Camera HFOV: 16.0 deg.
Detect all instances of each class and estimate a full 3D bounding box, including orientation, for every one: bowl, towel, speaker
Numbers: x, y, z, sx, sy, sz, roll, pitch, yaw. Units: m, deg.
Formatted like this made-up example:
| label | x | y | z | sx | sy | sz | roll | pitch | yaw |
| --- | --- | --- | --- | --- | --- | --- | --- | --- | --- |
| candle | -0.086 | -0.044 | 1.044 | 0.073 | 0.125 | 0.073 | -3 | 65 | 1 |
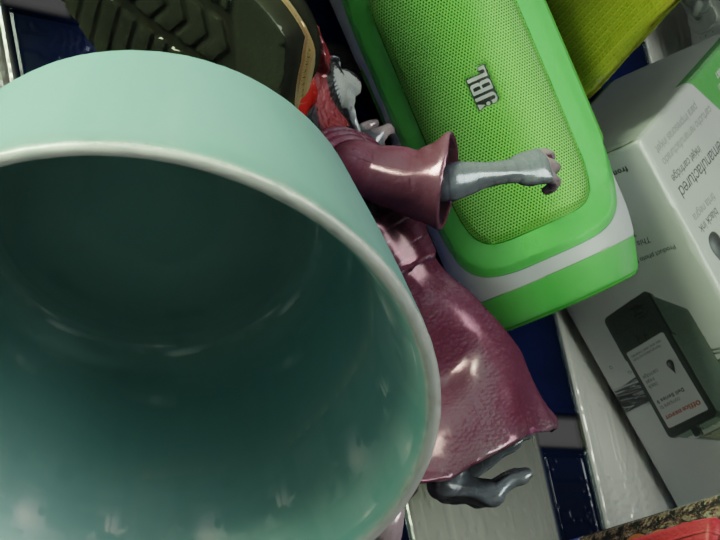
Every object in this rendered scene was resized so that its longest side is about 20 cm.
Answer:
| label | x | y | z | sx | sy | sz | roll | pitch | yaw |
| --- | --- | --- | --- | --- | --- | --- | --- | --- | --- |
| bowl | -0.073 | 0.007 | 0.839 | 0.201 | 0.200 | 0.105 | 43 | 30 | -30 |
| towel | 0.061 | -0.175 | 1.144 | 0.018 | 0.086 | 0.200 | -25 | 74 | -41 |
| speaker | 0.050 | -0.077 | 1.122 | 0.088 | 0.088 | 0.201 | -24 | 91 | -55 |

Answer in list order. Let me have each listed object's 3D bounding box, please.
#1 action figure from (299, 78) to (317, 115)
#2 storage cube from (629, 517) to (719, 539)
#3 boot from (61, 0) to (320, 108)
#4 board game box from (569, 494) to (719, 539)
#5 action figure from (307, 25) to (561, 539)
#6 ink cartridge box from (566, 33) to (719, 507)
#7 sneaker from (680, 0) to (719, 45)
| label | x | y | z | sx | sy | sz | roll | pitch | yaw |
| --- | --- | --- | --- | --- | --- | --- | --- | --- | --- |
| action figure | -0.062 | -0.010 | 0.970 | 0.065 | 0.099 | 0.201 | -10 | 102 | -57 |
| storage cube | 0.107 | 0.226 | 0.960 | 0.200 | 0.170 | 0.180 | 38 | 46 | -36 |
| boot | -0.052 | -0.136 | 0.931 | 0.138 | 0.078 | 0.200 | -23 | 52 | -40 |
| board game box | 0.212 | 0.146 | 1.112 | 0.159 | 0.199 | 0.097 | 11 | 64 | -49 |
| action figure | 0.000 | 0.000 | 1.028 | 0.149 | 0.134 | 0.201 | -31 | 97 | -25 |
| ink cartridge box | 0.173 | 0.007 | 1.237 | 0.201 | 0.084 | 0.146 | 59 | 37 | -12 |
| sneaker | 0.176 | -0.180 | 1.344 | 0.099 | 0.078 | 0.201 | -4 | 101 | -16 |
